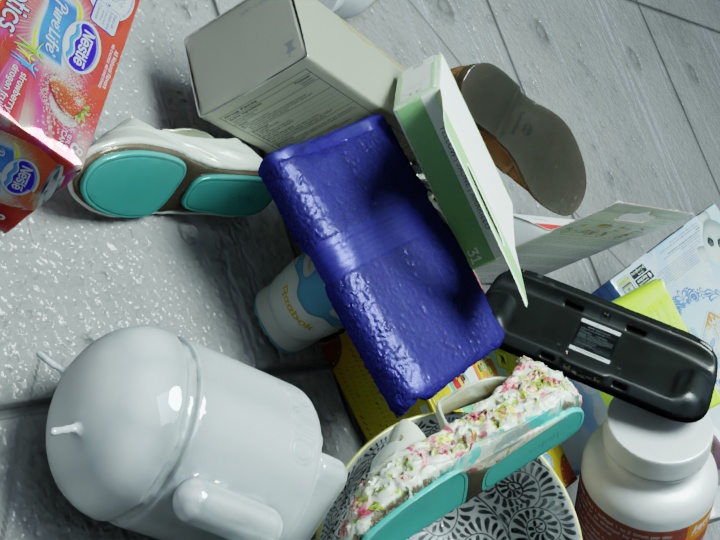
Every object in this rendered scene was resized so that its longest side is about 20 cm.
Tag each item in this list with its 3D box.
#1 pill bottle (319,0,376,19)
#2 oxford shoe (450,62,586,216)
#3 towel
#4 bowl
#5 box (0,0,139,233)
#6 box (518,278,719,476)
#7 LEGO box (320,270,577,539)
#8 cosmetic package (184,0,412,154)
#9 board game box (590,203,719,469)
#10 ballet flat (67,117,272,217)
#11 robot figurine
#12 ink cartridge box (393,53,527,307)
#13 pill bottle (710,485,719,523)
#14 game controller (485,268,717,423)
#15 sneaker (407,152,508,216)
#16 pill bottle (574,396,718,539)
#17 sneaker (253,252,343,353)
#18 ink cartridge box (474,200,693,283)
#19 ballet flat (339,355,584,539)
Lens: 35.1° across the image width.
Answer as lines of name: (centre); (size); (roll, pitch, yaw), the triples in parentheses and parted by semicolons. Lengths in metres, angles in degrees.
pill bottle: (-0.013, -0.301, 1.063); (0.113, 0.111, 0.200); (53, 36, -10)
oxford shoe: (0.142, -0.125, 1.063); (0.200, 0.071, 0.072); (42, 76, -31)
towel: (0.014, -0.007, 0.822); (0.147, 0.049, 0.202); (-26, 85, -50)
bowl: (0.047, 0.203, 0.786); (0.197, 0.094, 0.205); (4, 77, -19)
box: (-0.215, -0.140, 0.721); (0.099, 0.095, 0.203); (34, 43, -30)
box: (0.207, 0.107, 1.022); (0.123, 0.198, 0.048); (63, 5, 5)
LEGO box: (0.075, 0.115, 0.918); (0.148, 0.077, 0.203); (-20, 83, -55)
cosmetic package: (-0.037, -0.140, 0.900); (0.199, 0.102, 0.074); (25, 46, -58)
board game box: (0.342, 0.061, 1.111); (0.199, 0.043, 0.201); (-29, 81, -37)
ballet flat: (-0.140, -0.075, 0.808); (0.199, 0.069, 0.071); (1, 65, -55)
robot figurine: (-0.102, 0.104, 0.679); (0.198, 0.114, 0.169); (28, 6, -35)
ink cartridge box: (0.073, -0.067, 0.855); (0.147, 0.047, 0.201); (62, 16, -20)
pill bottle: (0.295, 0.156, 1.134); (0.110, 0.111, 0.203); (8, 61, -48)
game controller: (0.189, 0.058, 0.916); (0.197, 0.043, 0.105); (22, 42, 15)
sneaker: (0.054, -0.114, 1.066); (0.199, 0.078, 0.090); (34, 26, -31)
pill bottle: (0.236, 0.194, 0.952); (0.113, 0.110, 0.202); (-70, 163, -47)
sneaker: (0.000, 0.000, 0.904); (0.077, 0.080, 0.200); (55, 35, -4)
ink cartridge box: (0.182, -0.040, 1.051); (0.160, 0.198, 0.051); (1, 68, -50)
ballet flat: (0.057, 0.116, 0.732); (0.198, 0.076, 0.064); (-24, 56, -28)
